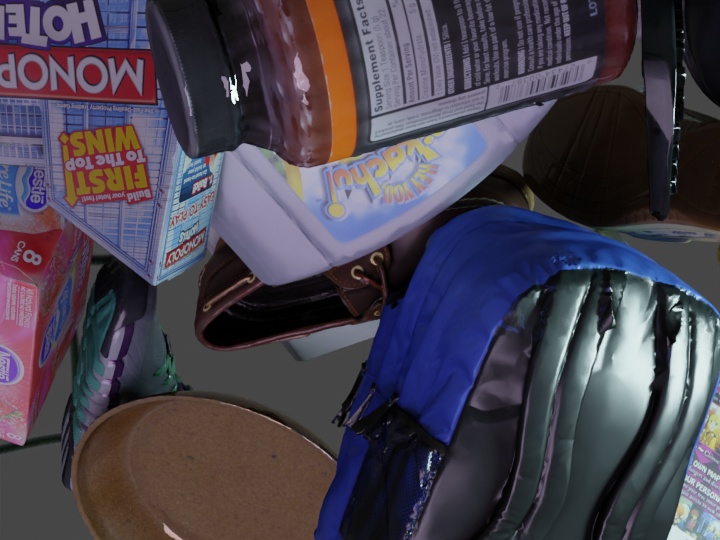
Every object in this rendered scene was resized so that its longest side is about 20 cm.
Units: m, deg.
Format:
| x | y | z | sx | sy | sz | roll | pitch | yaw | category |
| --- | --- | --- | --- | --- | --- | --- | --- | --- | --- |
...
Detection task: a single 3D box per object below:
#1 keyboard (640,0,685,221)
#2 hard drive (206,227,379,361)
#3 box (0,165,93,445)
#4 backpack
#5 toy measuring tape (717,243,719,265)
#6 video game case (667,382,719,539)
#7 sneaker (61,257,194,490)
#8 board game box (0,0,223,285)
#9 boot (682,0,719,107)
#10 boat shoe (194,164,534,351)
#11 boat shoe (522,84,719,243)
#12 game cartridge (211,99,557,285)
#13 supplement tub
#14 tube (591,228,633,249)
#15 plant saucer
| x | y | z | sx | sy | sz | roll | pitch | yaw | category |
| --- | --- | --- | --- | --- | --- | --- | --- | --- | --- |
| 0.138 | -0.114 | 0.825 | 0.039 | 0.201 | 0.105 | -3 | 125 | 9 | keyboard |
| -0.036 | -0.042 | 1.081 | 0.131 | 0.026 | 0.201 | -20 | 122 | 29 | hard drive |
| -0.208 | 0.002 | 1.080 | 0.094 | 0.103 | 0.200 | 21 | 148 | 0 | box |
| 0.072 | 0.068 | 0.968 | 0.161 | 0.168 | 0.202 | 11 | 108 | -34 | backpack |
| 0.284 | -0.008 | 0.994 | 0.198 | 0.074 | 0.074 | -5 | 129 | 19 | toy measuring tape |
| 0.223 | 0.160 | 1.086 | 0.199 | 0.182 | 0.036 | 33 | 157 | -15 | video game case |
| -0.129 | 0.064 | 1.184 | 0.087 | 0.075 | 0.201 | 5 | 141 | -15 | sneaker |
| -0.135 | -0.099 | 0.912 | 0.198 | 0.062 | 0.202 | 4 | 105 | 21 | board game box |
| 0.191 | -0.114 | 0.852 | 0.076 | 0.169 | 0.201 | -10 | 129 | -1 | boot |
| 0.000 | 0.000 | 1.043 | 0.198 | 0.071 | 0.071 | -18 | 122 | 26 | boat shoe |
| 0.160 | -0.044 | 0.957 | 0.062 | 0.074 | 0.199 | 20 | 180 | -39 | boat shoe |
| -0.003 | -0.080 | 0.948 | 0.199 | 0.041 | 0.133 | -34 | 116 | 22 | game cartridge |
| 0.011 | -0.108 | 0.832 | 0.198 | 0.107 | 0.108 | -16 | 131 | -11 | supplement tub |
| 0.089 | 0.045 | 1.112 | 0.199 | 0.052 | 0.058 | -33 | 157 | 32 | tube |
| -0.075 | 0.138 | 1.157 | 0.198 | 0.036 | 0.202 | 11 | 132 | 12 | plant saucer |
